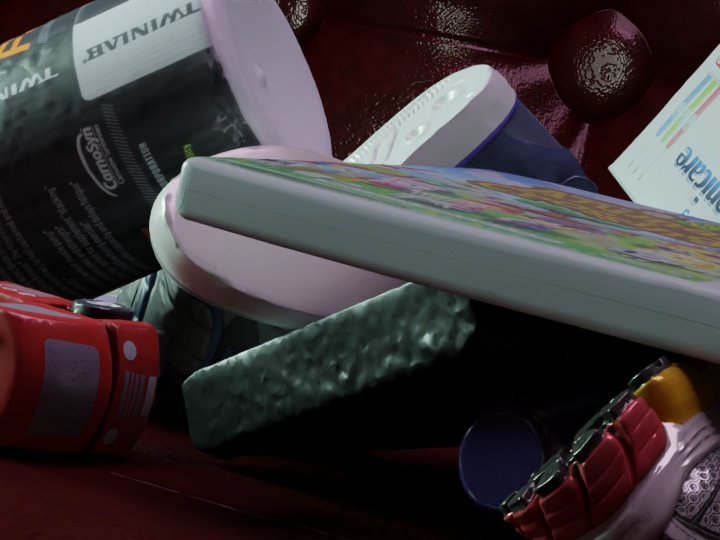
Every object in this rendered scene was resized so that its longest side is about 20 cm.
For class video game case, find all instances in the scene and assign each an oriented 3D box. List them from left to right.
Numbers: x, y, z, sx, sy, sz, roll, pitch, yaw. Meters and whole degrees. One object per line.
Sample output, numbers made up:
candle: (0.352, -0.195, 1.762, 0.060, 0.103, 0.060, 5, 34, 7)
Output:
video game case: (0.074, -0.005, 0.703, 0.199, 0.022, 0.182, 15, 9, 32)

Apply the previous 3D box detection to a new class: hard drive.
hard drive: (0.055, 0.035, 0.818, 0.139, 0.033, 0.200, -23, -17, 41)

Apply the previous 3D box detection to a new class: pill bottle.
pill bottle: (-0.120, -0.039, 0.884, 0.199, 0.107, 0.106, -22, -5, 15)

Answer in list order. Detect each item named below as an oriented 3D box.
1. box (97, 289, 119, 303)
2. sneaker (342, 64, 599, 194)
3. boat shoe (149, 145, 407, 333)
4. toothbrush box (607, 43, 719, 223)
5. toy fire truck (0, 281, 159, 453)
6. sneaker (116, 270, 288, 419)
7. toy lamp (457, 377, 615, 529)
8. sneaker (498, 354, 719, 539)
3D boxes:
box: (-0.111, 0.002, 1.136, 0.199, 0.039, 0.041, 13, 3, 24)
sneaker: (0.031, 0.016, 1.062, 0.147, 0.200, 0.081, 53, -12, -23)
boat shoe: (0.000, 0.000, 0.840, 0.200, 0.072, 0.068, -3, -27, -42)
toothbrush box: (0.216, 0.008, 0.961, 0.200, 0.086, 0.146, 38, 11, -19)
toy fire truck: (-0.182, 0.016, 0.759, 0.199, 0.049, 0.141, 15, 6, 35)
sneaker: (-0.050, 0.026, 0.941, 0.087, 0.075, 0.200, 18, 11, -23)
toy lamp: (0.099, 0.068, 0.799, 0.058, 0.058, 0.200, 14, 4, 35)
sneaker: (0.103, 0.073, 0.655, 0.082, 0.078, 0.200, 49, 20, 11)
